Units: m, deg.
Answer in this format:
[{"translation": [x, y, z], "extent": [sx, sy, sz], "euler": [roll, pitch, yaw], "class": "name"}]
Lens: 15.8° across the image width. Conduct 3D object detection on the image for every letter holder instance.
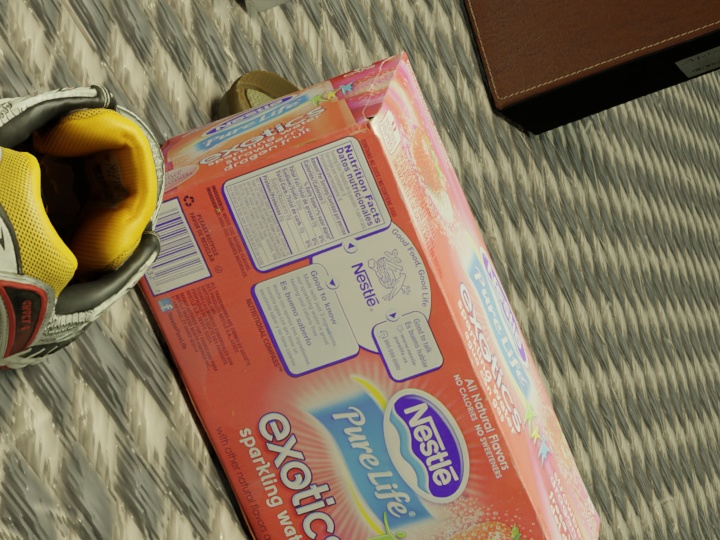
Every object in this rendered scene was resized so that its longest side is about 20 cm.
[{"translation": [0.167, -0.188, 1.589], "extent": [0.101, 0.200, 0.142], "euler": [19, 53, -71], "class": "letter holder"}]

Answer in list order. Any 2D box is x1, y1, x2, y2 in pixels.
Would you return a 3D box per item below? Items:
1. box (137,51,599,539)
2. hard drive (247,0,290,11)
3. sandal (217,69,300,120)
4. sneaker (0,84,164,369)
[{"translation": [0.004, 0.037, 0.924], "extent": [0.095, 0.103, 0.200], "euler": [-66, 134, -69], "class": "box"}, {"translation": [-0.084, -0.207, 1.061], "extent": [0.200, 0.026, 0.132], "euler": [44, 31, -59], "class": "hard drive"}, {"translation": [0.000, 0.000, 1.069], "extent": [0.200, 0.054, 0.080], "euler": [45, 20, -28], "class": "sandal"}, {"translation": [-0.084, -0.012, 0.708], "extent": [0.200, 0.082, 0.078], "euler": [-50, 120, -73], "class": "sneaker"}]
